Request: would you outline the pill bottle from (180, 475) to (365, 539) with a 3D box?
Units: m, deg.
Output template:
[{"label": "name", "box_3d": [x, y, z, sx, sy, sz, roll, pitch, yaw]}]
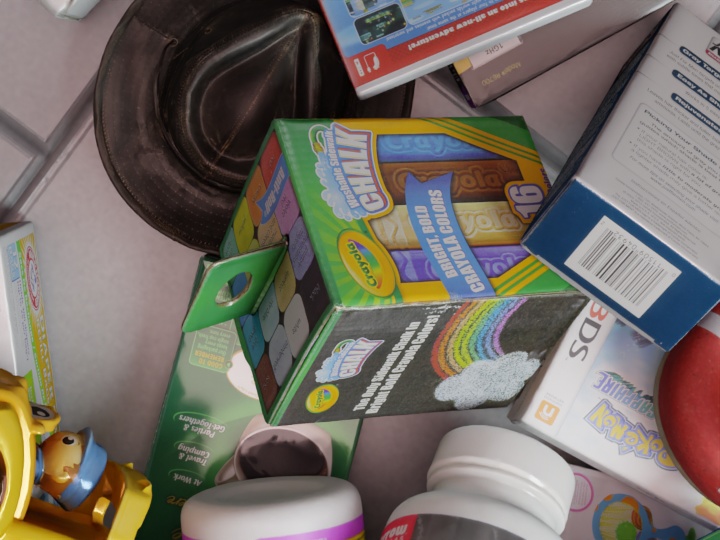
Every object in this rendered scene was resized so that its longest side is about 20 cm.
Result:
[{"label": "pill bottle", "box_3d": [-0.042, 0.223, 0.971, 0.104, 0.104, 0.201, -5, 93, 0]}]

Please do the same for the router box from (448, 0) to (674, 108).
[{"label": "router box", "box_3d": [0.118, -0.207, 1.004, 0.199, 0.051, 0.150, -29, 95, 1]}]

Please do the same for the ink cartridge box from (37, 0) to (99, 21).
[{"label": "ink cartridge box", "box_3d": [-0.189, -0.263, 0.982, 0.200, 0.084, 0.145, 45, 93, -4]}]

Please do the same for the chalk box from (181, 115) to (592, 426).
[{"label": "chalk box", "box_3d": [0.000, 0.000, 0.935, 0.199, 0.125, 0.124, -1, 56, -25]}]

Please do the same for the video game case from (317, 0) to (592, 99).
[{"label": "video game case", "box_3d": [0.028, -0.214, 0.963, 0.142, 0.017, 0.201, -22, 82, 3]}]

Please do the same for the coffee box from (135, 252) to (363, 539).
[{"label": "coffee box", "box_3d": [-0.062, 0.099, 1.038, 0.122, 0.044, 0.201, 14, 95, -1]}]

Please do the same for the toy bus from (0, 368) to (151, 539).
[{"label": "toy bus", "box_3d": [-0.167, 0.148, 0.898, 0.191, 0.136, 0.201, 6, 94, -17]}]

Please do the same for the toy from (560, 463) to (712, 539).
[{"label": "toy", "box_3d": [0.154, 0.186, 1.042, 0.199, 0.047, 0.116, 13, 77, -9]}]

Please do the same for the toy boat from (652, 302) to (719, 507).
[{"label": "toy boat", "box_3d": [0.255, 0.047, 0.936, 0.130, 0.131, 0.200, 39, 83, -2]}]

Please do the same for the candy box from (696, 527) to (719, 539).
[{"label": "candy box", "box_3d": [0.179, 0.251, 0.974, 0.200, 0.077, 0.169, -34, 123, 19]}]

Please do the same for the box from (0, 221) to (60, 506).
[{"label": "box", "box_3d": [-0.236, 0.077, 1.000, 0.101, 0.113, 0.201, -6, 97, 0]}]

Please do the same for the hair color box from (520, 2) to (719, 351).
[{"label": "hair color box", "box_3d": [0.171, -0.056, 0.943, 0.100, 0.200, 0.061, 36, 133, -1]}]

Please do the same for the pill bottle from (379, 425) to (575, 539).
[{"label": "pill bottle", "box_3d": [0.053, 0.189, 0.923, 0.110, 0.111, 0.201, 23, 58, -2]}]

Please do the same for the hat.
[{"label": "hat", "box_3d": [-0.059, -0.106, 0.989, 0.200, 0.081, 0.202, 0, 88, -5]}]

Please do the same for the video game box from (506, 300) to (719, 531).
[{"label": "video game box", "box_3d": [0.216, 0.055, 1.020, 0.199, 0.047, 0.183, 28, 86, -3]}]
